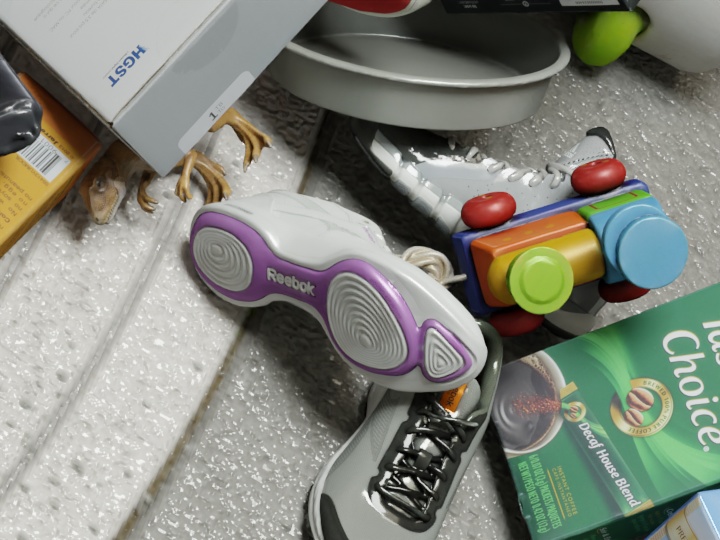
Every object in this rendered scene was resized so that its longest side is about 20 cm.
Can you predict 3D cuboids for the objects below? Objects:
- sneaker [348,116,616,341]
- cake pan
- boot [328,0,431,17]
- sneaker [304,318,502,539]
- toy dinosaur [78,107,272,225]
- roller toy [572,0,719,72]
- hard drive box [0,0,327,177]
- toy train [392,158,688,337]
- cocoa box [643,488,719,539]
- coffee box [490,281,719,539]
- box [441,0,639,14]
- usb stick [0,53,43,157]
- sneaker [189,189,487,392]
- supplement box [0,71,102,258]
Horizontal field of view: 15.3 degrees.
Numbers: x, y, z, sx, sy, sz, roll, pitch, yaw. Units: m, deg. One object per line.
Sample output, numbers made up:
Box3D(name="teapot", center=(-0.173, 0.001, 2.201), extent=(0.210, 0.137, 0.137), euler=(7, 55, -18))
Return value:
Box3D(name="sneaker", center=(0.095, -0.060, 1.641), extent=(0.200, 0.116, 0.075), euler=(42, 3, -9))
Box3D(name="cake pan", center=(0.029, -0.133, 1.650), extent=(0.199, 0.037, 0.201), euler=(7, 22, -3))
Box3D(name="boot", center=(-0.060, -0.191, 1.627), extent=(0.144, 0.073, 0.199), euler=(-15, 27, -39))
Box3D(name="sneaker", center=(0.028, 0.101, 1.505), extent=(0.074, 0.079, 0.201), euler=(33, 46, -10))
Box3D(name="toy dinosaur", center=(-0.108, -0.094, 1.570), extent=(0.106, 0.060, 0.201), euler=(38, 34, -17))
Box3D(name="roller toy", center=(0.230, -0.237, 1.824), extent=(0.139, 0.200, 0.183), euler=(26, 39, -14))
Box3D(name="hard drive box", center=(-0.135, -0.178, 1.514), extent=(0.200, 0.156, 0.077), euler=(43, -2, 29))
Box3D(name="toy train", center=(0.088, 0.002, 1.550), extent=(0.199, 0.116, 0.085), euler=(-17, 100, -7))
Box3D(name="cocoa box", center=(0.241, 0.233, 1.508), extent=(0.133, 0.131, 0.201), euler=(-5, 60, -37))
Box3D(name="coffee box", center=(0.179, 0.082, 1.559), extent=(0.199, 0.044, 0.124), euler=(-20, 60, 6))
Box3D(name="box", center=(0.132, -0.268, 1.654), extent=(0.200, 0.148, 0.125), euler=(-55, 132, -32))
Box3D(name="usb stick", center=(-0.231, -0.119, 1.472), extent=(0.055, 0.033, 0.200), euler=(-24, 40, -15))
Box3D(name="sneaker", center=(0.000, 0.000, 1.524), extent=(0.199, 0.075, 0.099), euler=(29, 33, 29))
Box3D(name="supplement box", center=(-0.224, -0.023, 1.439), extent=(0.069, 0.067, 0.200), euler=(43, 44, -1))
